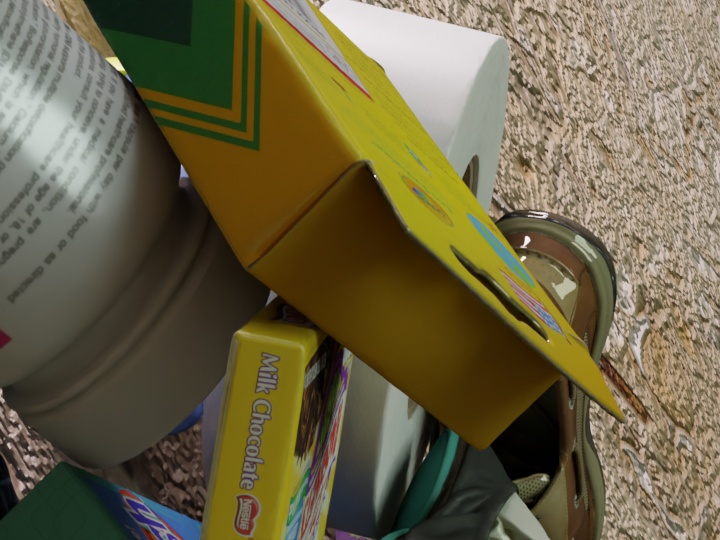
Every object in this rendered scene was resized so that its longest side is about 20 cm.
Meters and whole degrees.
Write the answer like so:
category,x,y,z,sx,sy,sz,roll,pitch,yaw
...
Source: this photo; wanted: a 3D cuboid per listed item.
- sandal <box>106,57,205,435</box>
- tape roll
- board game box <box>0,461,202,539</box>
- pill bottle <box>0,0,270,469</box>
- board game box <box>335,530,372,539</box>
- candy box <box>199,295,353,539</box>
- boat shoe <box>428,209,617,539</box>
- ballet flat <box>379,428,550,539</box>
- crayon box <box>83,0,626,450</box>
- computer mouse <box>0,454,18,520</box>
category,x,y,z,sx,sy,sz,roll,pitch,yaw
sandal,-0.070,-0.023,1.100,0.080,0.087,0.201,48,28,-39
tape roll,0.000,0.000,1.109,0.202,0.070,0.204,14,90,-83
board game box,-0.027,0.150,0.963,0.152,0.045,0.200,48,6,26
pill bottle,-0.128,-0.035,0.895,0.200,0.113,0.114,42,29,-23
board game box,0.031,0.180,1.191,0.120,0.032,0.201,55,22,-35
candy box,-0.026,0.060,0.909,0.200,0.026,0.103,-48,149,-83
boat shoe,0.058,0.075,1.163,0.074,0.075,0.201,-55,150,-55
ballet flat,0.034,0.114,1.035,0.068,0.068,0.200,31,18,3
crayon box,-0.006,-0.026,0.901,0.127,0.051,0.200,40,11,-41
computer mouse,-0.139,0.023,0.958,0.059,0.034,0.201,12,57,-65
